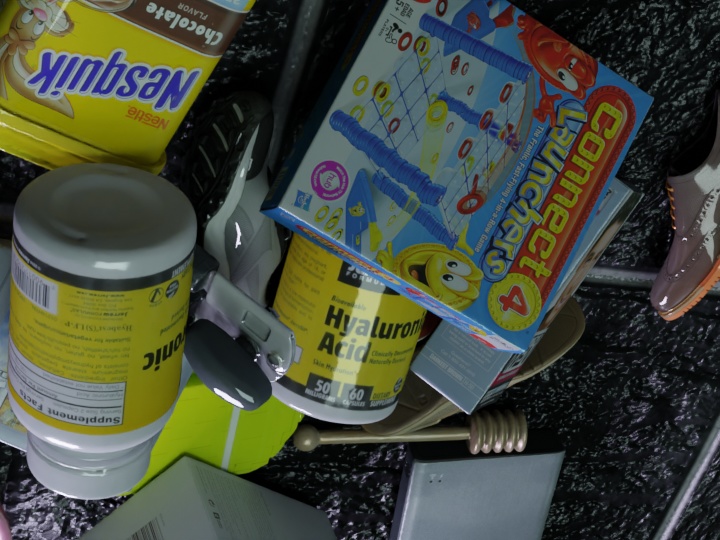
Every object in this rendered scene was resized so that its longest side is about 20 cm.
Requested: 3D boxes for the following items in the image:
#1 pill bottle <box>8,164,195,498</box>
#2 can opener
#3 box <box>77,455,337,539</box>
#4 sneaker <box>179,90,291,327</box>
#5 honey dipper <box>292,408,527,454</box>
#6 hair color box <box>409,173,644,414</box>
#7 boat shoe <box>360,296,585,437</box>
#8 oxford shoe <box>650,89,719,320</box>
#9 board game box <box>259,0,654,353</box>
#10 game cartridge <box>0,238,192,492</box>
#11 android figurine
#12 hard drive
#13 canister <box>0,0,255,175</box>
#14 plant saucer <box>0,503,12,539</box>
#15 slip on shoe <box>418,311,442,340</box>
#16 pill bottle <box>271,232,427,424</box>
[{"bbox_3d":[-0.168,0.043,0.999,0.110,0.112,0.201,0,125,-17],"label":"pill bottle"},{"bbox_3d":[-0.126,0.010,1.073,0.066,0.200,0.053,-34,159,-45],"label":"can opener"},{"bbox_3d":[-0.111,0.247,1.279,0.124,0.098,0.200,-38,143,16],"label":"box"},{"bbox_3d":[-0.086,-0.045,1.118,0.079,0.074,0.201,-7,135,-24],"label":"sneaker"},{"bbox_3d":[0.041,0.137,1.317,0.198,0.038,0.038,-1,127,-12],"label":"honey dipper"},{"bbox_3d":[0.126,0.006,1.166,0.201,0.060,0.099,-56,167,10],"label":"hair color box"},{"bbox_3d":[0.087,0.073,1.267,0.199,0.072,0.065,-25,165,2],"label":"boat shoe"},{"bbox_3d":[0.265,-0.053,1.228,0.072,0.071,0.201,19,116,-6],"label":"oxford shoe"},{"bbox_3d":[0.066,-0.078,1.046,0.195,0.056,0.201,30,82,-14],"label":"board game box"},{"bbox_3d":[-0.216,0.060,1.092,0.199,0.042,0.134,27,94,-27],"label":"game cartridge"},{"bbox_3d":[-0.130,0.114,1.223,0.199,0.041,0.183,-10,138,-23],"label":"android figurine"},{"bbox_3d":[0.096,0.231,1.405,0.138,0.033,0.201,-3,127,-16],"label":"hard drive"},{"bbox_3d":[-0.152,-0.162,0.990,0.148,0.087,0.200,21,116,-30],"label":"canister"},{"bbox_3d":[-0.375,0.212,1.231,0.199,0.051,0.202,-8,128,-11],"label":"plant saucer"},{"bbox_3d":[0.070,-0.020,1.185,0.074,0.061,0.201,13,123,-28],"label":"slip on shoe"},{"bbox_3d":[0.000,0.000,1.137,0.111,0.111,0.201,7,112,-22],"label":"pill bottle"}]
